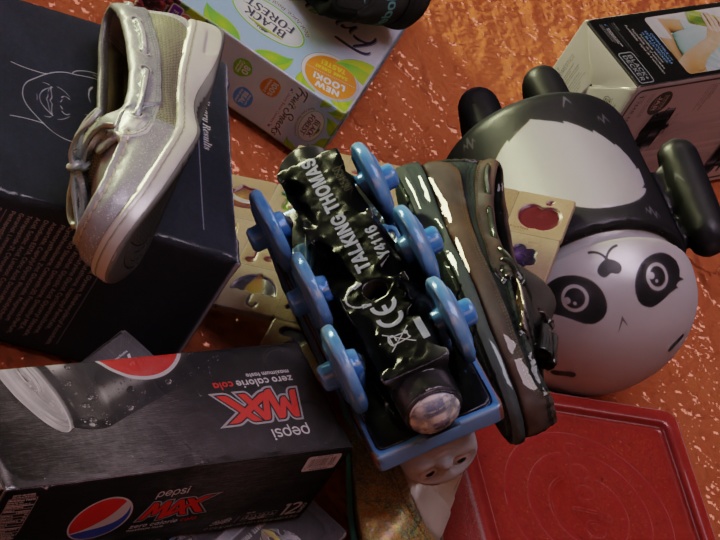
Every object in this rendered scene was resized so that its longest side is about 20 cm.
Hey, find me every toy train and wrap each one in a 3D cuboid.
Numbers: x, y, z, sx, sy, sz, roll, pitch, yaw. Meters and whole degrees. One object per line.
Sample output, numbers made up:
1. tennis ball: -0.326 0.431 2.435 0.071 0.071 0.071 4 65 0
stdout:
1. toy train: 0.009 0.023 1.394 0.086 0.114 0.200 -25 47 -5

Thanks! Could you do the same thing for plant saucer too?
1. plant saucer: 0.121 0.140 1.514 0.199 0.037 0.200 11 46 -28

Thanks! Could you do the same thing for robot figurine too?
1. robot figurine: 0.118 -0.023 1.600 0.125 0.150 0.200 19 40 -44

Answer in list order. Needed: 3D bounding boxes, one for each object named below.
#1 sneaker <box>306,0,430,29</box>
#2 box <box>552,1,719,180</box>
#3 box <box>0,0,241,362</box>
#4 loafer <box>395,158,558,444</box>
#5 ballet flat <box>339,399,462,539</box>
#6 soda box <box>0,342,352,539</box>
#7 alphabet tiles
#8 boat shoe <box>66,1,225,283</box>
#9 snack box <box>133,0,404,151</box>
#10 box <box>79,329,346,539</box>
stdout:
1. sneaker: -0.035 -0.226 1.648 0.079 0.075 0.200 -17 62 -42
2. box: 0.199 -0.108 1.754 0.200 0.117 0.060 -12 56 -41
3. box: -0.175 -0.051 1.432 0.199 0.107 0.149 16 43 -22
4. loafer: 0.072 0.005 1.438 0.063 0.072 0.200 -17 44 -7
5. ballet flat: 0.023 0.090 1.459 0.070 0.071 0.200 15 42 -24
6. soda box: -0.107 0.085 1.305 0.199 0.063 0.071 -4 54 -39
7. alphabet tiles: 0.000 0.000 1.504 0.199 0.008 0.167 12 47 15
8. boat shoe: -0.115 -0.067 1.355 0.065 0.075 0.202 22 38 -7
9. snack box: -0.043 -0.169 1.686 0.142 0.053 0.200 34 40 -2
10. box: -0.121 0.135 1.333 0.158 0.048 0.200 42 40 6
